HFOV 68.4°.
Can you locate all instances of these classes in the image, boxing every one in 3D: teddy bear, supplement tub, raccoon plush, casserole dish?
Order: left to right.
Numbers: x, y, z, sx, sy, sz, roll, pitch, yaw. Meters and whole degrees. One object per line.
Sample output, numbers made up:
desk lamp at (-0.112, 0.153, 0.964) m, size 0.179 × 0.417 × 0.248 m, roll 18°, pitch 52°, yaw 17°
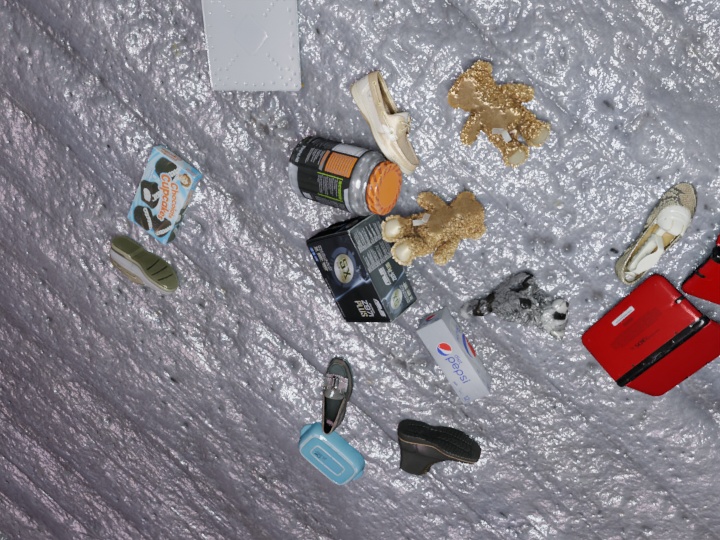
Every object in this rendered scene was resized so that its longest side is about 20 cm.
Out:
casserole dish at (-0.080, 0.481, 1.372) m, size 0.200 × 0.039 × 0.121 m, roll 41°, pitch 117°, yaw -1°
supplement tub at (-0.029, -0.177, 1.006) m, size 0.199 × 0.122 × 0.124 m, roll 21°, pitch 118°, yaw 28°
teddy bear at (0.138, -0.077, 1.007) m, size 0.145 × 0.199 × 0.067 m, roll 46°, pitch 160°, yaw 23°
teddy bear at (0.244, -0.275, 0.942) m, size 0.198 × 0.067 × 0.146 m, roll 26°, pitch 127°, yaw -1°
raccoon plush at (0.320, 0.085, 1.070) m, size 0.134 × 0.097 × 0.199 m, roll 45°, pitch 148°, yaw -19°

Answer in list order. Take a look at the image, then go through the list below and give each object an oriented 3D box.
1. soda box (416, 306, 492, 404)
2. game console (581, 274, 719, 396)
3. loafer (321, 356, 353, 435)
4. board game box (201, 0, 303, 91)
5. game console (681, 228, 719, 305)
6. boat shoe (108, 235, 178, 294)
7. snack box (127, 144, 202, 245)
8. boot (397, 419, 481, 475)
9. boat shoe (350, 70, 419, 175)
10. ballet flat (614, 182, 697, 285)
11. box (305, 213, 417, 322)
soda box at (0.204, 0.183, 1.139) m, size 0.068 × 0.063 × 0.201 m, roll -30°, pitch 100°, yaw 27°
game console at (0.564, 0.128, 1.009) m, size 0.173 × 0.118 × 0.201 m, roll 55°, pitch 127°, yaw 27°
loafer at (-0.060, 0.307, 1.278) m, size 0.071 × 0.063 × 0.202 m, roll 12°, pitch 115°, yaw 13°
board game box at (-0.208, -0.456, 1.028) m, size 0.198 × 0.026 × 0.202 m, roll 6°, pitch 113°, yaw 16°
game console at (0.699, -0.017, 0.919) m, size 0.198 × 0.119 × 0.173 m, roll 20°, pitch 148°, yaw 10°
boat shoe at (-0.532, -0.001, 1.304) m, size 0.199 × 0.075 × 0.069 m, roll 38°, pitch 124°, yaw 8°
snack box at (-0.453, -0.171, 1.221) m, size 0.116 × 0.037 × 0.201 m, roll 35°, pitch 118°, yaw 1°
boot at (0.183, 0.442, 1.257) m, size 0.198 × 0.077 × 0.140 m, roll 14°, pitch 120°, yaw 27°
boat shoe at (0.058, -0.276, 0.989) m, size 0.069 × 0.074 × 0.201 m, roll -28°, pitch 100°, yaw 32°
ballet flat at (0.523, -0.054, 0.928) m, size 0.067 × 0.075 × 0.201 m, roll 29°, pitch 117°, yaw 5°
box at (0.000, 0.000, 1.079) m, size 0.163 × 0.086 × 0.201 m, roll -6°, pitch 114°, yaw 53°
